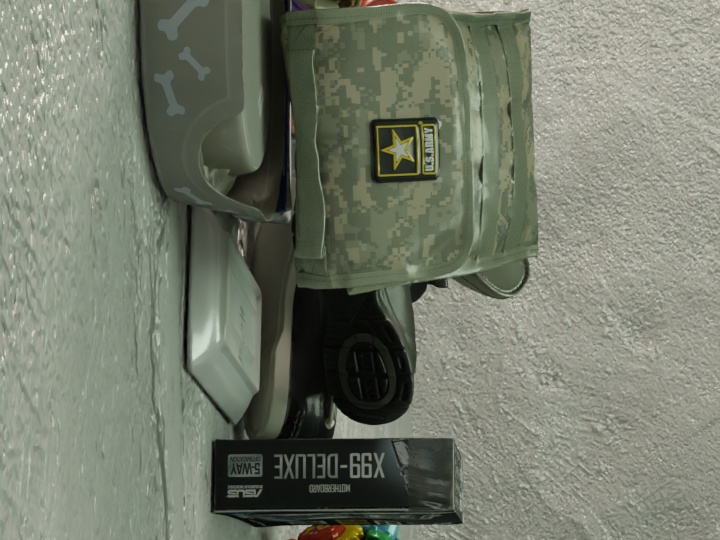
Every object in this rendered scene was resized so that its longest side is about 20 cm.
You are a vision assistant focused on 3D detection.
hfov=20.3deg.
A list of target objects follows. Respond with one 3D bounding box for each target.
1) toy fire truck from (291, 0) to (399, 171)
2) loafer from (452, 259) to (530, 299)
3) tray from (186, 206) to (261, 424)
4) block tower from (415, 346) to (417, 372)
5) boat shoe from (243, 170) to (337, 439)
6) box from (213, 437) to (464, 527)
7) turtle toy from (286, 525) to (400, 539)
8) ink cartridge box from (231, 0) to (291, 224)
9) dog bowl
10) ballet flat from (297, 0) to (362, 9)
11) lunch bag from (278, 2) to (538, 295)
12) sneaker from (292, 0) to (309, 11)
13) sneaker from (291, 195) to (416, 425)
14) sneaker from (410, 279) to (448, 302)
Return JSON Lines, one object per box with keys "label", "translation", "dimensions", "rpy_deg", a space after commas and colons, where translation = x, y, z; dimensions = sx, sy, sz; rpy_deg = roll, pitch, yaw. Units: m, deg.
{"label": "toy fire truck", "translation": [0.008, -0.104, 1.563], "dimensions": [0.199, 0.112, 0.170], "rpy_deg": [27, 64, -37]}
{"label": "loafer", "translation": [0.082, -0.042, 1.532], "dimensions": [0.070, 0.069, 0.200], "rpy_deg": [-57, 134, -17]}
{"label": "tray", "translation": [-0.084, 0.029, 1.287], "dimensions": [0.200, 0.022, 0.109], "rpy_deg": [72, 19, -75]}
{"label": "block tower", "translation": [-0.001, -0.014, 1.475], "dimensions": [0.054, 0.057, 0.202], "rpy_deg": [6, -78, 60]}
{"label": "boat shoe", "translation": [-0.040, 0.028, 1.432], "dimensions": [0.074, 0.060, 0.202], "rpy_deg": [-34, -132, 55]}
{"label": "box", "translation": [-0.009, 0.146, 1.375], "dimensions": [0.200, 0.156, 0.050], "rpy_deg": [68, 22, -80]}
{"label": "turtle toy", "translation": [-0.016, 0.247, 1.512], "dimensions": [0.200, 0.145, 0.102], "rpy_deg": [-72, 140, -74]}
{"label": "ink cartridge box", "translation": [-0.065, -0.132, 1.324], "dimensions": [0.200, 0.040, 0.202], "rpy_deg": [149, -59, -87]}
{"label": "dog bowl", "translation": [-0.080, -0.127, 1.128], "dimensions": [0.200, 0.058, 0.202], "rpy_deg": [0, 90, -85]}
{"label": "ballet flat", "translation": [-0.020, -0.187, 1.175], "dimensions": [0.200, 0.069, 0.070], "rpy_deg": [29, 60, -84]}
{"label": "lunch bag", "translation": [0.025, -0.078, 1.225], "dimensions": [0.199, 0.117, 0.166], "rpy_deg": [-13, 102, -58]}
{"label": "sneaker", "translation": [-0.053, -0.264, 1.435], "dimensions": [0.084, 0.080, 0.202], "rpy_deg": [-78, 158, -60]}
{"label": "sneaker", "translation": [0.000, 0.000, 1.383], "dimensions": [0.091, 0.075, 0.202], "rpy_deg": [-51, 138, -75]}
{"label": "sneaker", "translation": [-0.001, 0.012, 1.568], "dimensions": [0.200, 0.138, 0.079], "rpy_deg": [-78, 170, -69]}
